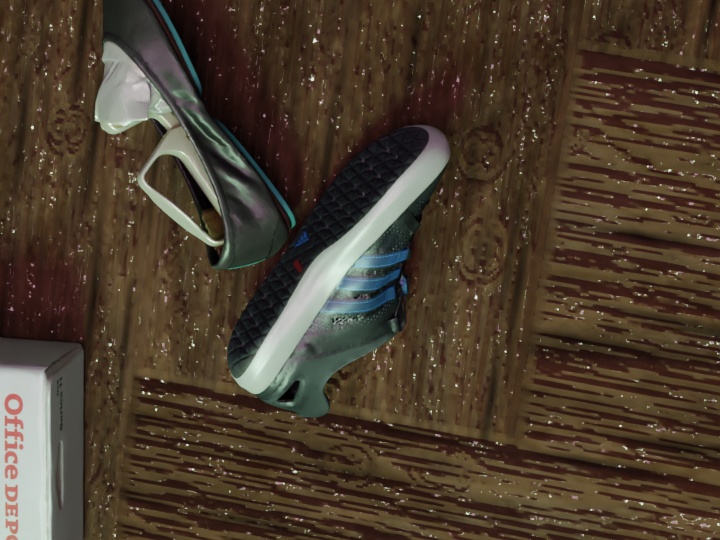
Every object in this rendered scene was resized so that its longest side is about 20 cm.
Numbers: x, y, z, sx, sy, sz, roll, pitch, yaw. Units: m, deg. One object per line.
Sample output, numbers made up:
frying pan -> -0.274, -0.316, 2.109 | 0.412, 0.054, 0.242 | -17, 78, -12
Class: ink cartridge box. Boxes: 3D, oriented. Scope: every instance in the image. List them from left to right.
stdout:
ink cartridge box -> -0.280, 0.117, 1.300 | 0.198, 0.083, 0.148 | 4, 102, 9

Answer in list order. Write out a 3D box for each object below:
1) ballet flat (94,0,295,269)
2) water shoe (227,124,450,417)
ballet flat -> -0.115, -0.087, 1.232 | 0.068, 0.068, 0.201 | -34, 95, -19
water shoe -> 0.000, 0.000, 1.249 | 0.079, 0.072, 0.200 | 33, 105, -27
